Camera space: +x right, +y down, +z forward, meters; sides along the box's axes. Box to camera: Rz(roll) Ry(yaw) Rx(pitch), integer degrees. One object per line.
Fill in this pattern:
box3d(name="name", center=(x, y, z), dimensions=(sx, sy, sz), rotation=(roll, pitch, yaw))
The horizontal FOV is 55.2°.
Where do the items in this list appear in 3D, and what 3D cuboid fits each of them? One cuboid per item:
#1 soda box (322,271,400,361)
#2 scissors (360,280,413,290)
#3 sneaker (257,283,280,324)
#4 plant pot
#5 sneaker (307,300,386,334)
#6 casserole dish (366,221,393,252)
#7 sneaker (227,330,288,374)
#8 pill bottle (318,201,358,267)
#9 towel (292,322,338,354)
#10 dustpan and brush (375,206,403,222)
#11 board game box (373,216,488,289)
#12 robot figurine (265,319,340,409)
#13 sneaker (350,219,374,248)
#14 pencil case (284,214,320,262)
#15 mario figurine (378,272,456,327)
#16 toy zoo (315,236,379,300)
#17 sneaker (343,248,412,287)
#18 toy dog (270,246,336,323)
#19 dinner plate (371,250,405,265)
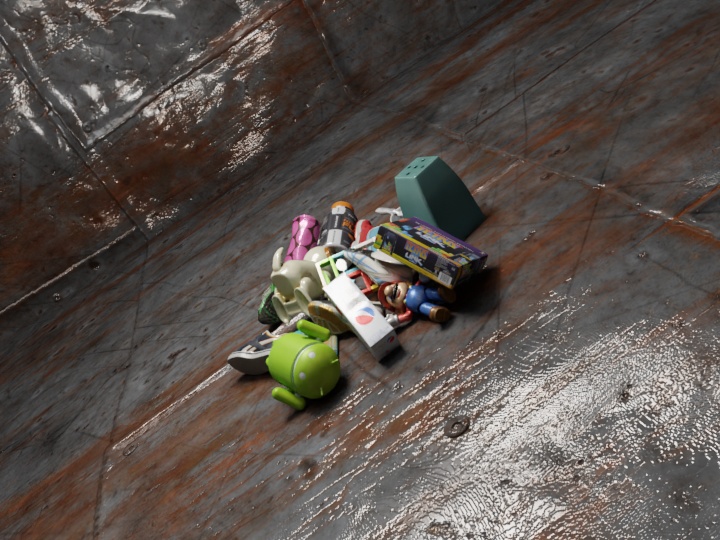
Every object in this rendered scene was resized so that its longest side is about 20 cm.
box3d(name="soda box", center=(0.000, 0.097, 1.477), dimensions=(0.063, 0.069, 0.200), rotation=(-35, 52, -8))
box3d(name="scissors", center=(0.054, 0.039, 1.699), dimensions=(0.073, 0.014, 0.199), rotation=(-47, 26, -23))
box3d(name="sneaker", center=(-0.241, 0.093, 1.913), dimensions=(0.085, 0.078, 0.201), rotation=(-32, 15, 26))
box3d(name="plant pot", center=(0.181, -0.171, 1.699), dimensions=(0.141, 0.202, 0.140), rotation=(-42, 26, -21))
box3d(name="sneaker", center=(-0.029, 0.098, 1.602), dimensions=(0.197, 0.077, 0.088), rotation=(10, 38, 31))
box3d(name="casserole dish", center=(0.071, -0.058, 1.757), dimensions=(0.119, 0.039, 0.202), rotation=(-17, 41, 7))
box3d(name="sneaker", center=(-0.238, 0.199, 1.670), dimensions=(0.197, 0.079, 0.080), rotation=(-12, 42, 39))
box3d(name="pill bottle", center=(-0.061, -0.105, 1.952), dimensions=(0.105, 0.107, 0.202), rotation=(-21, 40, 26))
box3d(name="towel", center=(-0.116, 0.179, 1.634), dimensions=(0.145, 0.022, 0.201), rotation=(-29, 24, 12))
box3d(name="dustpan and brush", center=(0.117, -0.155, 1.926), dimensions=(0.198, 0.058, 0.140), rotation=(0, 40, 52))
box3d(name="board game box", center=(0.151, -0.043, 1.463), dimensions=(0.198, 0.058, 0.164), rotation=(29, 24, 23))
box3d(name="robot figurine", center=(-0.120, 0.202, 1.468), dimensions=(0.198, 0.115, 0.178), rotation=(13, 78, 51))
box3d(name="sneaker", center=(0.043, -0.084, 1.901), dimensions=(0.113, 0.079, 0.201), rotation=(-10, 33, 14))
box3d(name="pencil case", center=(-0.169, -0.047, 1.899), dimensions=(0.093, 0.090, 0.204), rotation=(-15, 58, 57))
box3d(name="mario figurine", center=(0.102, 0.058, 1.478), dimensions=(0.123, 0.107, 0.198), rotation=(-39, 26, -31))
box3d(name="toy zoo", center=(0.000, 0.000, 1.680), dimensions=(0.197, 0.021, 0.133), rotation=(-23, 61, 0))
box3d(name="sneaker", center=(0.035, -0.001, 1.627), dimensions=(0.198, 0.074, 0.071), rotation=(27, 18, 31))
box3d(name="toy dog", center=(-0.138, 0.015, 1.774), dimensions=(0.139, 0.196, 0.200), rotation=(-29, 7, 44))
box3d(name="dinner plate", center=(0.123, -0.033, 1.578), dimensions=(0.196, 0.025, 0.200), rotation=(7, 8, -1))
